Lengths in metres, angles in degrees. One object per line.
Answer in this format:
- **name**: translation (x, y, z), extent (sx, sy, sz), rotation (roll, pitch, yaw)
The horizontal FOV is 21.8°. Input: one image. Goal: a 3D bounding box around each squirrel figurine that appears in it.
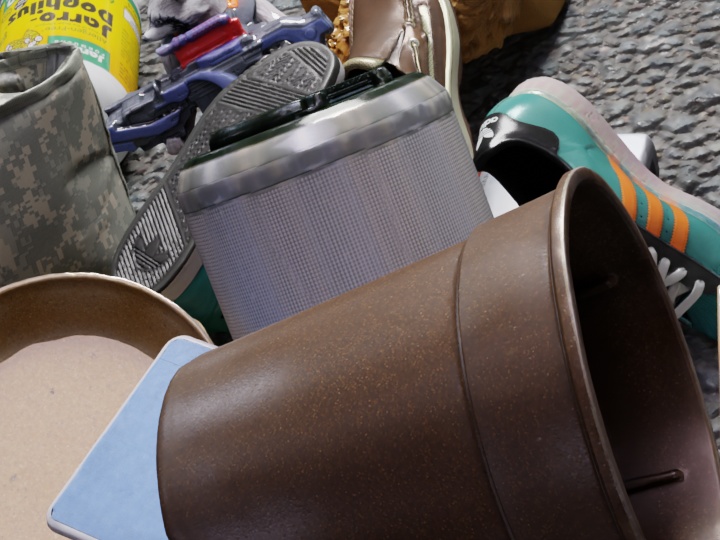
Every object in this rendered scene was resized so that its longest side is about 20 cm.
- **squirrel figurine**: translation (0.030, -0.200, 1.330), extent (0.186, 0.142, 0.200), rotation (-8, 39, 26)

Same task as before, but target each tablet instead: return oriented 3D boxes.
- **tablet**: translation (-0.049, 0.108, 0.932), extent (0.199, 0.014, 0.130), rotation (17, 58, 30)

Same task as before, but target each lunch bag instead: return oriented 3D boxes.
- **lunch bag**: translation (-0.235, -0.032, 1.146), extent (0.199, 0.165, 0.117), rotation (-29, 30, -25)

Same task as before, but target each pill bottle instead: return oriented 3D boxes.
- **pill bottle**: translation (-0.221, -0.133, 1.386), extent (0.112, 0.113, 0.200), rotation (-15, 40, 9)

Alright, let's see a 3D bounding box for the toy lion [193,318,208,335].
- **toy lion**: translation (-0.174, 0.135, 1.112), extent (0.199, 0.069, 0.192), rotation (-14, 47, 10)

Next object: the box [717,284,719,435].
- **box**: translation (0.229, 0.111, 0.894), extent (0.097, 0.125, 0.201), rotation (-8, 41, 17)

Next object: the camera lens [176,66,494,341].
- **camera lens**: translation (0.000, 0.000, 1.030), extent (0.159, 0.201, 0.160), rotation (-21, 5, 2)

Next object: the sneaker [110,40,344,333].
- **sneaker**: translation (-0.058, -0.038, 1.185), extent (0.084, 0.121, 0.200), rotation (36, 87, 39)

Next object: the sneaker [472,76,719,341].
- **sneaker**: translation (0.144, -0.019, 1.055), extent (0.200, 0.071, 0.080), rotation (41, 47, 4)

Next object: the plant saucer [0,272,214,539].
- **plant saucer**: translation (-0.168, 0.099, 1.069), extent (0.199, 0.035, 0.201), rotation (-1, 63, 1)

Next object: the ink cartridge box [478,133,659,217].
- **ink cartridge box**: translation (0.075, -0.016, 1.169), extent (0.199, 0.057, 0.163), rotation (3, 46, 21)

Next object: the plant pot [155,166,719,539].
- **plant pot**: translation (0.034, 0.083, 0.791), extent (0.197, 0.201, 0.201), rotation (-19, 39, 20)

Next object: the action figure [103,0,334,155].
- **action figure**: translation (-0.104, -0.112, 1.243), extent (0.199, 0.194, 0.105), rotation (-20, 39, 3)

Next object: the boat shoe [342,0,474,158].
- **boat shoe**: translation (0.021, -0.127, 1.187), extent (0.075, 0.075, 0.203), rotation (-34, 59, 35)
